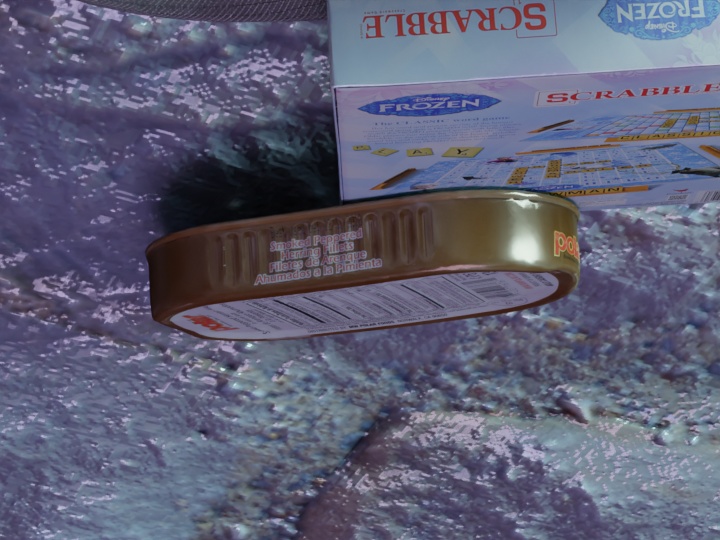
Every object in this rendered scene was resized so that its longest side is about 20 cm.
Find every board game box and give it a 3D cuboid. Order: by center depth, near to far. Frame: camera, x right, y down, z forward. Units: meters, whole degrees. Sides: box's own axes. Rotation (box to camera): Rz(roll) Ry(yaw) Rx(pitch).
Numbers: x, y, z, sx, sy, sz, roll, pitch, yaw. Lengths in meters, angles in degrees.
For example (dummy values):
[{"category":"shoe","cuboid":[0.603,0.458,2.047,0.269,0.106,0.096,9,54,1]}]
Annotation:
[{"category":"board game box","cuboid":[0.087,-0.067,0.887,0.199,0.041,0.200,-4,167,-1]}]

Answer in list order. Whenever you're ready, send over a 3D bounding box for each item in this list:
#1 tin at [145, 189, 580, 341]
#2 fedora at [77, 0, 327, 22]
[{"category":"tin","cuboid":[0.000,0.000,0.983,0.199,0.042,0.112,-8,163,19]},{"category":"fedora","cuboid":[-0.044,-0.162,0.765,0.199,0.091,0.177,0,158,-24]}]
